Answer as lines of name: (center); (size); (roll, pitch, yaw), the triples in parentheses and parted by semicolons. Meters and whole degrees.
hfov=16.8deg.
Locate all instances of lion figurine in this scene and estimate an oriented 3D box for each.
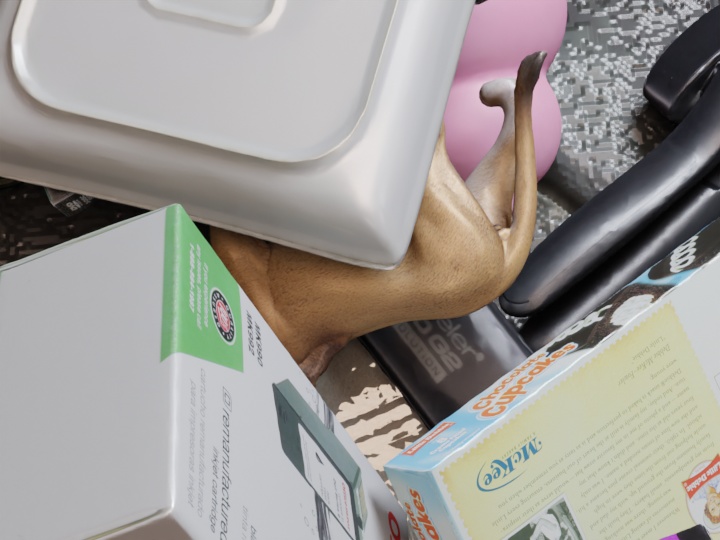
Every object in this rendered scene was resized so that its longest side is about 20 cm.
lion figurine: (0.000, 0.000, 0.958); (0.199, 0.072, 0.123); (-23, 71, 28)

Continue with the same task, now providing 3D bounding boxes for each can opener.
can opener: (0.137, -0.035, 1.048); (0.200, 0.078, 0.063); (-47, 126, -14)

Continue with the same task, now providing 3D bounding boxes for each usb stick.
usb stick: (0.018, 0.009, 1.014); (0.055, 0.033, 0.200); (-38, 78, 1)

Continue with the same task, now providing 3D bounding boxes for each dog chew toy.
dog chew toy: (0.032, -0.119, 1.038); (0.124, 0.125, 0.202); (-13, 85, -3)

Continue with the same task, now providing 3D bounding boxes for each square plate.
square plate: (-0.051, -0.118, 0.946); (0.197, 0.028, 0.201); (14, 80, 16)

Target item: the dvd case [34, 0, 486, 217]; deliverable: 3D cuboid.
dvd case: (-0.060, -0.130, 0.977); (0.199, 0.022, 0.147); (-27, 72, 8)

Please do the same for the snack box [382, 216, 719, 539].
snack box: (0.113, 0.075, 0.977); (0.199, 0.037, 0.117); (-34, 107, -27)

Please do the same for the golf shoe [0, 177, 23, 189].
golf shoe: (-0.207, -0.047, 1.032); (0.199, 0.095, 0.078); (-33, 80, -6)

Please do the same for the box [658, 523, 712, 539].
box: (0.045, 0.182, 0.855); (0.199, 0.144, 0.036); (-20, 39, -3)

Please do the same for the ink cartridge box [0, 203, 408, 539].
ink cartridge box: (-0.054, 0.099, 0.883); (0.084, 0.200, 0.147); (-20, 43, 16)

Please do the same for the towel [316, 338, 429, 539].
towel: (-0.021, 0.075, 1.034); (0.199, 0.034, 0.133); (-21, 76, -5)
